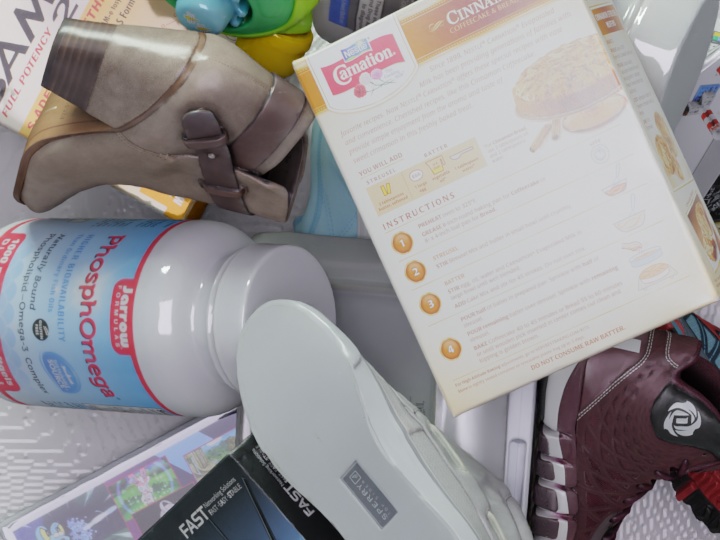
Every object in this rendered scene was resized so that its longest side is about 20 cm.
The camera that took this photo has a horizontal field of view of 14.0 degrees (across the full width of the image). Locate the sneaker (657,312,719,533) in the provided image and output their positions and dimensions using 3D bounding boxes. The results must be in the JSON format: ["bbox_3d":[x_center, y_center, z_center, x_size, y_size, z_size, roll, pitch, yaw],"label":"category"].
[{"bbox_3d":[0.182,0.065,1.654,0.079,0.096,0.200,-34,101,29],"label":"sneaker"}]

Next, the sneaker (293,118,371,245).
[{"bbox_3d":[0.000,0.000,1.687,0.082,0.074,0.201,15,104,43],"label":"sneaker"}]

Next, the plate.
[{"bbox_3d":[-0.004,0.081,1.614,0.199,0.032,0.201,3,90,42],"label":"plate"}]

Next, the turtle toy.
[{"bbox_3d":[-0.082,-0.199,1.541,0.200,0.101,0.146,45,121,35],"label":"turtle toy"}]

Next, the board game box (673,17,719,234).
[{"bbox_3d":[0.169,-0.041,1.654,0.200,0.035,0.126,-36,121,2],"label":"board game box"}]

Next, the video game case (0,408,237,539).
[{"bbox_3d":[-0.083,0.181,1.703,0.199,0.023,0.183,-28,88,4],"label":"video game case"}]

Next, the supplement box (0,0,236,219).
[{"bbox_3d":[-0.155,-0.126,1.682,0.199,0.074,0.126,28,91,3],"label":"supplement box"}]

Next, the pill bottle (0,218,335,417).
[{"bbox_3d":[-0.116,0.025,1.619,0.199,0.109,0.109,1,90,37],"label":"pill bottle"}]

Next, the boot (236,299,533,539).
[{"bbox_3d":[0.016,0.102,1.516,0.074,0.095,0.200,-42,67,20],"label":"boot"}]

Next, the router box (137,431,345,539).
[{"bbox_3d":[-0.046,0.178,1.598,0.150,0.200,0.062,49,50,3],"label":"router box"}]

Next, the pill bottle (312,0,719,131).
[{"bbox_3d":[0.085,-0.143,1.581,0.199,0.114,0.114,23,91,13],"label":"pill bottle"}]

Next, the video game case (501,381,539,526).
[{"bbox_3d":[0.086,0.138,1.633,0.018,0.143,0.201,5,90,4],"label":"video game case"}]

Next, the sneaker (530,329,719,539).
[{"bbox_3d":[0.153,0.118,1.593,0.115,0.076,0.201,5,121,7],"label":"sneaker"}]

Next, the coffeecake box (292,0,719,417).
[{"bbox_3d":[0.080,-0.050,1.497,0.153,0.073,0.201,-24,91,18],"label":"coffeecake box"}]

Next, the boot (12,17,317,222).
[{"bbox_3d":[-0.103,-0.063,1.566,0.146,0.200,0.070,21,64,-2],"label":"boot"}]
